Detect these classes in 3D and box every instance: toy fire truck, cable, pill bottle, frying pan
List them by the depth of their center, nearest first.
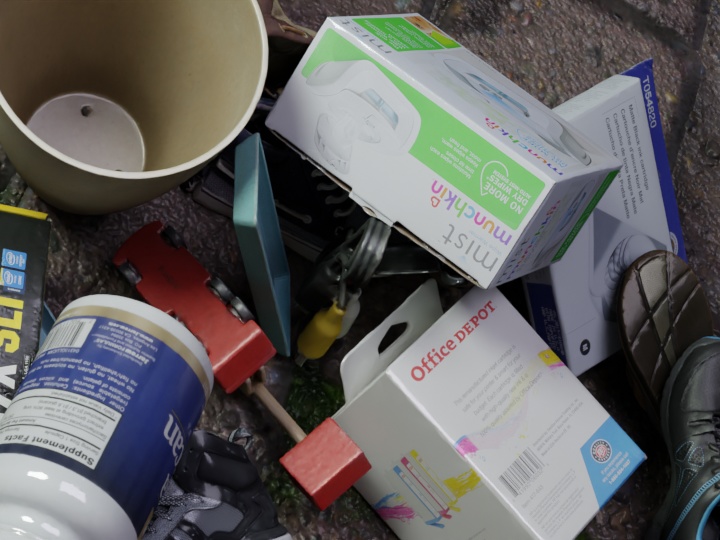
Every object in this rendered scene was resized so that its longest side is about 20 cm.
[{"bbox_3d":[-0.175,0.123,1.322,0.111,0.111,0.201,33,53,-11],"label":"pill bottle"},{"bbox_3d":[-0.084,0.063,1.488,0.049,0.141,0.200,-40,50,-7],"label":"toy fire truck"},{"bbox_3d":[0.000,0.000,1.503,0.050,0.200,0.097,33,65,-8],"label":"cable"},{"bbox_3d":[0.047,-0.006,1.543,0.190,0.114,0.031,-8,94,-70],"label":"frying pan"}]

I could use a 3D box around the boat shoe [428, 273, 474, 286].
[{"bbox_3d":[0.129,-0.054,1.696,0.200,0.070,0.071,-33,83,-37],"label":"boat shoe"}]

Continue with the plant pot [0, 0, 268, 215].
[{"bbox_3d":[-0.173,-0.115,1.456,0.186,0.200,0.189,5,70,-14],"label":"plant pot"}]

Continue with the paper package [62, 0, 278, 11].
[{"bbox_3d":[-0.155,-0.232,1.547,0.199,0.191,0.104,-4,64,-31],"label":"paper package"}]

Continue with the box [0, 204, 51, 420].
[{"bbox_3d":[-0.290,0.046,1.392,0.159,0.049,0.201,13,63,-21],"label":"box"}]

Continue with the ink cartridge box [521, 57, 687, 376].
[{"bbox_3d":[0.199,-0.044,1.688,0.200,0.040,0.201,-30,115,-38],"label":"ink cartridge box"}]

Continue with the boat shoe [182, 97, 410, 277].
[{"bbox_3d":[-0.028,-0.061,1.591,0.199,0.093,0.075,19,56,-20],"label":"boat shoe"}]

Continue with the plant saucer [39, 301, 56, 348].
[{"bbox_3d":[-0.208,0.092,1.450,0.070,0.019,0.201,-28,82,-38],"label":"plant saucer"}]

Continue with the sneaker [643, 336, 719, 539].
[{"bbox_3d":[0.270,0.150,1.621,0.073,0.082,0.201,11,82,-26],"label":"sneaker"}]

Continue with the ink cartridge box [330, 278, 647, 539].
[{"bbox_3d":[0.075,0.117,1.534,0.200,0.125,0.128,48,51,2],"label":"ink cartridge box"}]

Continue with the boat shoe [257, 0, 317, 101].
[{"bbox_3d":[-0.051,-0.145,1.578,0.072,0.200,0.072,-36,61,1],"label":"boat shoe"}]

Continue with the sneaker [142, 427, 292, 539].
[{"bbox_3d":[-0.136,0.167,1.399,0.199,0.075,0.115,-16,93,-41],"label":"sneaker"}]

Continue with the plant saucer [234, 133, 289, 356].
[{"bbox_3d":[-0.067,-0.014,1.484,0.019,0.200,0.070,-2,62,3],"label":"plant saucer"}]

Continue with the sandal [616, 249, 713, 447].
[{"bbox_3d":[0.245,0.081,1.684,0.081,0.055,0.201,-32,108,-21],"label":"sandal"}]

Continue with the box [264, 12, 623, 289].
[{"bbox_3d":[0.060,-0.087,1.515,0.200,0.097,0.176,38,18,15],"label":"box"}]
